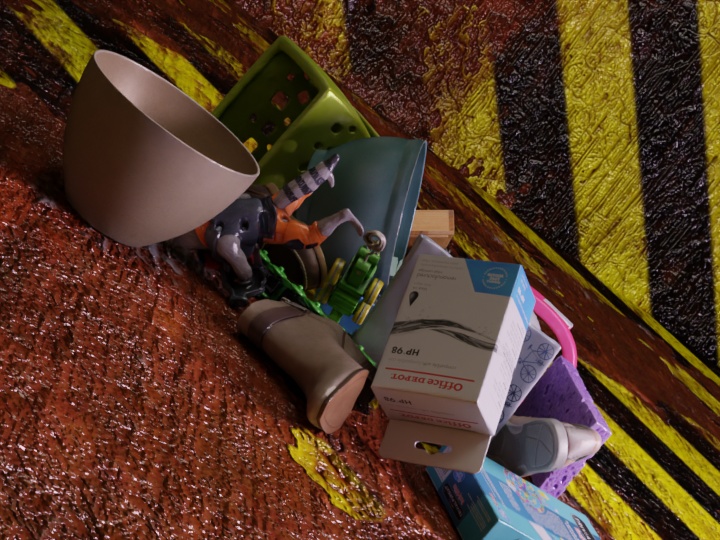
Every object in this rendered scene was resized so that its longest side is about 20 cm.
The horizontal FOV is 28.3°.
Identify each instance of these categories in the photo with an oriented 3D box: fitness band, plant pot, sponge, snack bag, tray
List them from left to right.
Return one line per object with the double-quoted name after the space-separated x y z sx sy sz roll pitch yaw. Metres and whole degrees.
-0.218 -0.104 1.417 0.200 0.135 0.200 36 12 -9 "plant pot"
-0.079 -0.158 1.891 0.181 0.200 0.199 36 10 -35 "plant pot"
-0.006 -0.075 1.749 0.133 0.203 0.200 13 11 6 "plant pot"
0.066 -0.040 1.944 0.097 0.038 0.200 -1 -13 -4 "tray"
0.090 0.085 1.517 0.200 0.189 0.021 41 29 13 "snack bag"
0.196 0.092 1.883 0.200 0.144 0.037 41 14 14 "fitness band"
0.238 0.189 1.734 0.030 0.112 0.200 33 14 -14 "sponge"

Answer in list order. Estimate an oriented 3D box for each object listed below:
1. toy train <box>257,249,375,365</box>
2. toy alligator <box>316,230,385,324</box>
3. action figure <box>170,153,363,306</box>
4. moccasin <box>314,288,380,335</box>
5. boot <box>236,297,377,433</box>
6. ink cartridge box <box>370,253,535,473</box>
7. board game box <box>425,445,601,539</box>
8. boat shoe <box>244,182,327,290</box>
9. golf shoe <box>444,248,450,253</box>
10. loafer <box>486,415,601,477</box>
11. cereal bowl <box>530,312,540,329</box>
-0.060 0.048 1.557 0.200 0.042 0.056 44 4 23 "toy train"
0.000 0.000 1.571 0.059 0.201 0.055 28 52 1 "toy alligator"
-0.114 -0.072 1.514 0.105 0.191 0.201 85 -16 -50 "action figure"
0.042 0.064 1.681 0.199 0.081 0.068 39 23 -1 "moccasin"
-0.059 0.085 1.388 0.146 0.071 0.200 35 10 13 "boot"
0.087 0.088 1.394 0.115 0.202 0.067 6 -33 25 "ink cartridge box"
0.171 0.263 1.423 0.199 0.047 0.151 33 13 -25 "board game box"
-0.103 -0.035 1.688 0.070 0.071 0.200 -12 34 -23 "boat shoe"
0.031 0.015 1.889 0.198 0.094 0.079 7 61 -26 "golf shoe"
0.183 0.187 1.518 0.062 0.073 0.200 1 -6 -22 "loafer"
0.141 0.052 1.797 0.198 0.084 0.201 25 -21 10 "cereal bowl"
